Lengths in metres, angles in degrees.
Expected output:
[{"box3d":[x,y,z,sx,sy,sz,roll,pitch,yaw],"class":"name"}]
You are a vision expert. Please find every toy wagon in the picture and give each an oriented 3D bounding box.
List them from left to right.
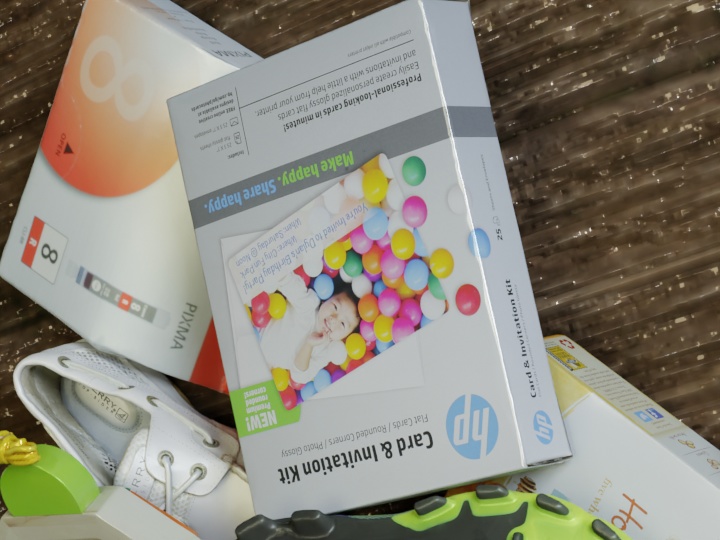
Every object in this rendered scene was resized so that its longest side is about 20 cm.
[{"box3d":[-0.118,0.154,1.086,0.154,0.040,0.201,-7,117,36],"class":"toy wagon"}]

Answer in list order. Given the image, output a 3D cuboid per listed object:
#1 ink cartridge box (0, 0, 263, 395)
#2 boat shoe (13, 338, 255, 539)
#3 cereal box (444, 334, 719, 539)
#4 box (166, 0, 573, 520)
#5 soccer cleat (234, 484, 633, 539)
[{"box3d":[-0.077,-0.023,1.095,0.199,0.050,0.163,34,112,34],"class":"ink cartridge box"},{"box3d":[-0.093,0.100,1.100,0.199,0.069,0.071,33,109,30],"class":"boat shoe"},{"box3d":[0.119,0.141,0.962,0.200,0.039,0.145,37,114,30],"class":"cereal box"},{"box3d":[0.000,0.000,0.996,0.155,0.041,0.202,-17,84,39],"class":"box"},{"box3d":[0.036,0.136,0.970,0.198,0.084,0.065,-4,55,25],"class":"soccer cleat"}]
